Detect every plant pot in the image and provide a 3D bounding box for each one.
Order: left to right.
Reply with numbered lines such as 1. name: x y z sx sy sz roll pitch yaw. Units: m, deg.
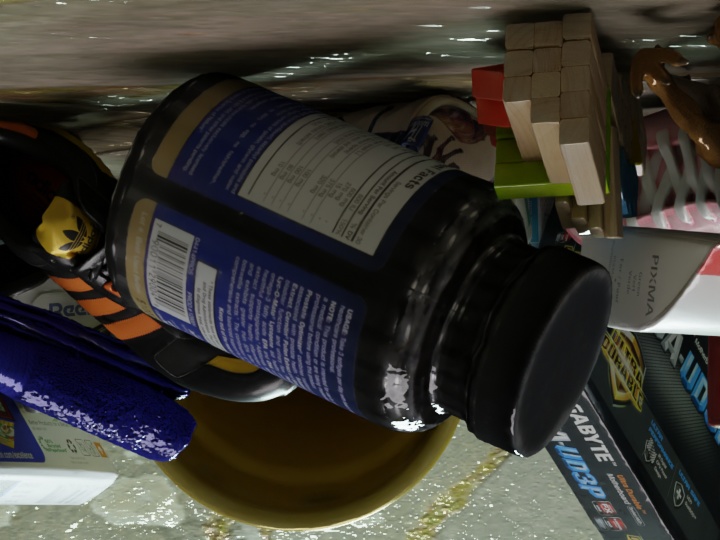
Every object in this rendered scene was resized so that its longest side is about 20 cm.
1. plant pot: -0.030 0.030 1.361 0.199 0.203 0.189 -2 -169 4

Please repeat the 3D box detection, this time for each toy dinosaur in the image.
1. toy dinosaur: 0.147 -0.059 0.929 0.106 0.060 0.200 52 175 -38

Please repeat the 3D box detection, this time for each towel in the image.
1. towel: -0.185 0.026 1.135 0.199 0.050 0.147 29 177 -35

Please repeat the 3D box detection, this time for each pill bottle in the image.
1. pill bottle: 0.000 0.000 0.978 0.199 0.113 0.112 25 -174 23

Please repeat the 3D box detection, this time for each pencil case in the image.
1. pencil case: -0.025 -0.035 1.128 0.199 0.078 0.089 -5 -159 40

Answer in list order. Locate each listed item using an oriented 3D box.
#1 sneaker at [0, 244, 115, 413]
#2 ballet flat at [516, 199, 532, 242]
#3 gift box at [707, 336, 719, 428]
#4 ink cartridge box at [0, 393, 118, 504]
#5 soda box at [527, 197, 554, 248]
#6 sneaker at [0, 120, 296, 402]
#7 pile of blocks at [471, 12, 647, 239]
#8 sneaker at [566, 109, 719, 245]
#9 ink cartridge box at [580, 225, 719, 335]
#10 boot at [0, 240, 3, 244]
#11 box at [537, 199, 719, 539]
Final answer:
1. sneaker: -0.163 -0.012 1.402 0.080 0.116 0.200 -14 -159 29
2. ballet flat: 0.000 0.000 1.197 0.199 0.070 0.069 -23 167 21
3. gift box: 0.284 0.009 1.225 0.199 0.186 0.186 -1 168 40
4. ink cartridge box: -0.244 0.047 1.380 0.047 0.201 0.197 -38 164 13
5. soda box: 0.101 -0.029 1.295 0.063 0.069 0.200 -3 174 22
6. sneaker: -0.114 -0.004 1.081 0.200 0.070 0.090 36 -173 18
7. pile of blocks: 0.079 -0.051 0.970 0.062 0.083 0.200 -3 175 14
8. sneaker: 0.169 -0.051 1.075 0.199 0.076 0.104 -5 169 30
9. ink cartridge box: 0.200 0.012 0.960 0.160 0.051 0.200 4 -175 -19
10. boot: -0.198 -0.028 1.243 0.137 0.078 0.200 -6 176 2
11. box: 0.149 0.051 1.233 0.046 0.160 0.200 -3 138 32
